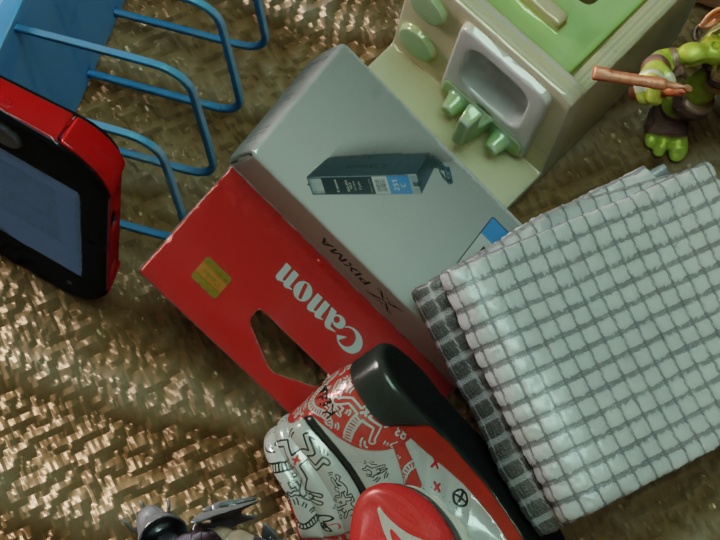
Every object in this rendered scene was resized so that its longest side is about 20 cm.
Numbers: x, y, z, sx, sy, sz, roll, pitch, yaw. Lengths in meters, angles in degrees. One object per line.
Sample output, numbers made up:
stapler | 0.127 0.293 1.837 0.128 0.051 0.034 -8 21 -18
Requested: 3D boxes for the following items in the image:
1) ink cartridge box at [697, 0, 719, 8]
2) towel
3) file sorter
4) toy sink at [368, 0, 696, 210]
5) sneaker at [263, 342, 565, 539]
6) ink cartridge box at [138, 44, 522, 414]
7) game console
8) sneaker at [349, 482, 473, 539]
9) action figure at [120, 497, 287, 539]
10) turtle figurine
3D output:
ink cartridge box | 0.326 -0.228 1.447 0.199 0.050 0.163 19 67 -9
towel | 0.147 0.041 1.260 0.199 0.086 0.166 -24 84 -28
file sorter | -0.131 -0.137 1.284 0.122 0.139 0.201 16 67 13
toy sink | 0.101 -0.148 1.344 0.130 0.112 0.200 42 70 10
sneaker | 0.033 0.143 1.250 0.108 0.067 0.202 -35 107 20
ink cartridge box | 0.000 0.000 1.272 0.200 0.045 0.176 44 68 -14
game console | -0.214 -0.060 1.221 0.176 0.200 0.031 26 66 3
sneaker | 0.018 0.197 1.137 0.077 0.085 0.201 -25 54 29
action figure | -0.079 0.208 1.206 0.130 0.069 0.200 -30 62 -10
turtle figurine | 0.219 -0.122 1.321 0.199 0.161 0.065 -13 70 -12
